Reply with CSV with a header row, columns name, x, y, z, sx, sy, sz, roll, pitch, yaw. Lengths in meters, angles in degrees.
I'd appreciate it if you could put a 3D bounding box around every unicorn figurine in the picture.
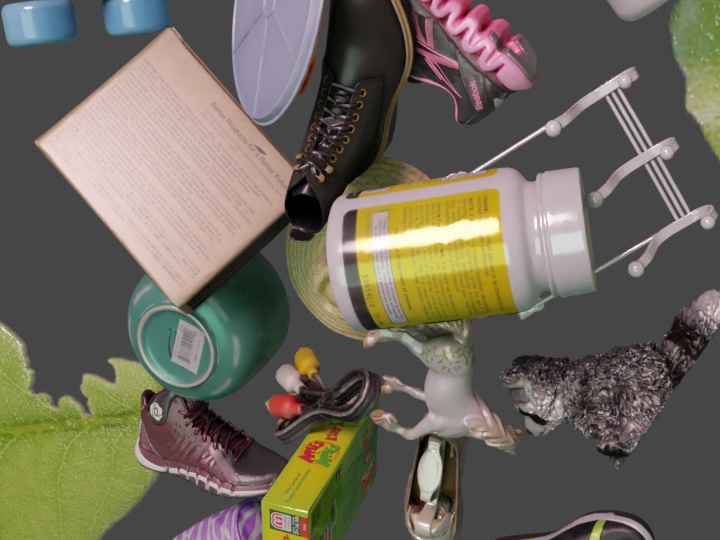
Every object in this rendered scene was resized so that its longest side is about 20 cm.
name,x,y,z,sx,sy,sz,roll,pitch,yaw
unicorn figurine,0.078,0.111,0.796,0.135,0.074,0.202,7,138,22

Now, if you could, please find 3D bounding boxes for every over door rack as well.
name,x,y,z,sx,sy,sz,roll,pitch,yaw
over door rack,0.178,-0.055,0.735,0.198,0.067,0.149,-29,98,28

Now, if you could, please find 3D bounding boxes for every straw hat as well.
name,x,y,z,sx,sy,sz,roll,pitch,yaw
straw hat,0.000,0.000,0.814,0.198,0.085,0.204,8,113,18

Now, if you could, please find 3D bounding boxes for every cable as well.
name,x,y,z,sx,sy,sz,roll,pitch,yaw
cable,-0.048,0.124,0.825,0.050,0.200,0.098,33,77,-15

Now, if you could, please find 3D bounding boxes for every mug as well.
name,x,y,z,sx,sy,sz,roll,pitch,yaw
mug,-0.168,0.040,0.879,0.150,0.114,0.187,-23,102,27

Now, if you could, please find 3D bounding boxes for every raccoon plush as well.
name,x,y,z,sx,sy,sz,roll,pitch,yaw
raccoon plush,0.222,0.076,0.784,0.133,0.097,0.201,36,90,18

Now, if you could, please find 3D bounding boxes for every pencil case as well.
name,x,y,z,sx,sy,sz,roll,pitch,yaw
pencil case,-0.180,0.343,1.025,0.199,0.086,0.084,-38,94,28

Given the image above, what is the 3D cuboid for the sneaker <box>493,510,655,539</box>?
name,x,y,z,sx,sy,sz,roll,pitch,yaw
sneaker,0.201,0.306,0.864,0.198,0.083,0.072,-26,101,28

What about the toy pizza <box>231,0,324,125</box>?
name,x,y,z,sx,sy,sz,roll,pitch,yaw
toy pizza,-0.063,-0.222,0.717,0.031,0.201,0.203,3,121,-27

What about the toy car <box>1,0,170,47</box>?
name,x,y,z,sx,sy,sz,roll,pitch,yaw
toy car,-0.291,-0.305,0.787,0.198,0.175,0.188,13,116,47

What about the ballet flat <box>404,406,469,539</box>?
name,x,y,z,sx,sy,sz,roll,pitch,yaw
ballet flat,0.073,0.231,0.892,0.067,0.067,0.203,8,114,17

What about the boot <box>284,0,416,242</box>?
name,x,y,z,sx,sy,sz,roll,pitch,yaw
boot,-0.016,-0.129,0.698,0.076,0.139,0.202,18,142,18

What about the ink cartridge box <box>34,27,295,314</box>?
name,x,y,z,sx,sy,sz,roll,pitch,yaw
ink cartridge box,-0.167,-0.089,0.794,0.164,0.075,0.200,-41,85,-9

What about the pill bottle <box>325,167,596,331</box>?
name,x,y,z,sx,sy,sz,roll,pitch,yaw
pill bottle,0.081,-0.018,0.685,0.197,0.114,0.116,-8,109,18

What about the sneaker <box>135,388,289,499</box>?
name,x,y,z,sx,sy,sz,roll,pitch,yaw
sneaker,-0.170,0.178,0.961,0.197,0.076,0.118,8,111,18

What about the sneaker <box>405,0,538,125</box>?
name,x,y,z,sx,sy,sz,roll,pitch,yaw
sneaker,0.053,-0.204,0.725,0.200,0.079,0.095,46,131,0

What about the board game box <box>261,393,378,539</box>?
name,x,y,z,sx,sy,sz,roll,pitch,yaw
board game box,-0.035,0.214,0.850,0.047,0.200,0.103,9,114,17

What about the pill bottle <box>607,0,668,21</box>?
name,x,y,z,sx,sy,sz,roll,pitch,yaw
pill bottle,0.180,-0.291,0.612,0.110,0.111,0.201,-34,96,29
